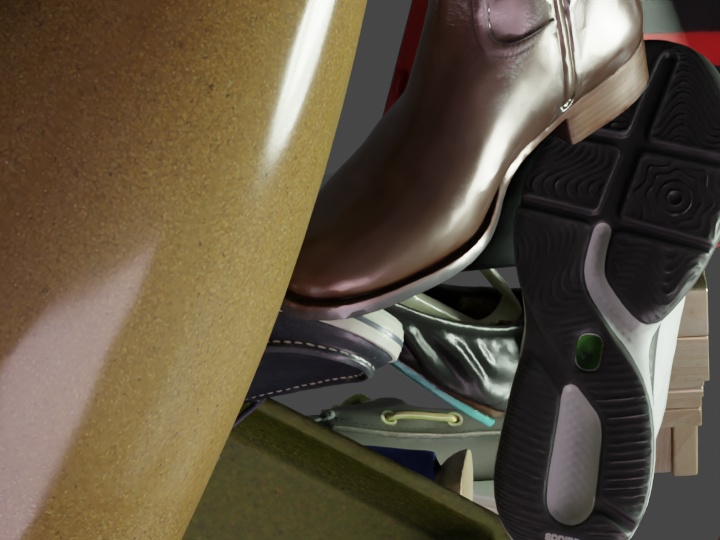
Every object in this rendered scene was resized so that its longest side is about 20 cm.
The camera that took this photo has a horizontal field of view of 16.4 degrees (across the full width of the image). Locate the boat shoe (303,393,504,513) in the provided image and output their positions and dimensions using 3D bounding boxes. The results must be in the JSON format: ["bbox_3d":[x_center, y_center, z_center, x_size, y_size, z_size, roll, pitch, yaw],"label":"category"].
[{"bbox_3d":[0.012,0.090,1.098,0.201,0.060,0.072,6,135,-13],"label":"boat shoe"}]

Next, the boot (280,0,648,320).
[{"bbox_3d":[0.018,-0.105,0.825,0.186,0.064,0.200,-42,138,-29],"label":"boot"}]

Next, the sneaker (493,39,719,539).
[{"bbox_3d":[0.090,0.016,0.962,0.076,0.201,0.115,14,172,4],"label":"sneaker"}]

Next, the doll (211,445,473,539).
[{"bbox_3d":[-0.054,0.115,1.034,0.200,0.048,0.137,0,100,9],"label":"doll"}]

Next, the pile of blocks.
[{"bbox_3d":[0.116,0.031,1.091,0.062,0.082,0.200,-3,160,4],"label":"pile of blocks"}]

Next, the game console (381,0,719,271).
[{"bbox_3d":[0.097,-0.084,0.964,0.200,0.031,0.177,-6,118,-36],"label":"game console"}]

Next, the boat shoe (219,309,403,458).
[{"bbox_3d":[-0.077,0.042,0.918,0.200,0.062,0.075,-7,158,21],"label":"boat shoe"}]

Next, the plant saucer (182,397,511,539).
[{"bbox_3d":[-0.062,0.140,0.988,0.200,0.200,0.048,-66,168,10],"label":"plant saucer"}]

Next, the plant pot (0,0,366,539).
[{"bbox_3d":[-0.084,-0.041,0.774,0.186,0.186,0.200,19,110,-45],"label":"plant pot"}]

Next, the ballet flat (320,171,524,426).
[{"bbox_3d":[0.000,0.000,0.996,0.200,0.068,0.068,24,102,-41],"label":"ballet flat"}]
